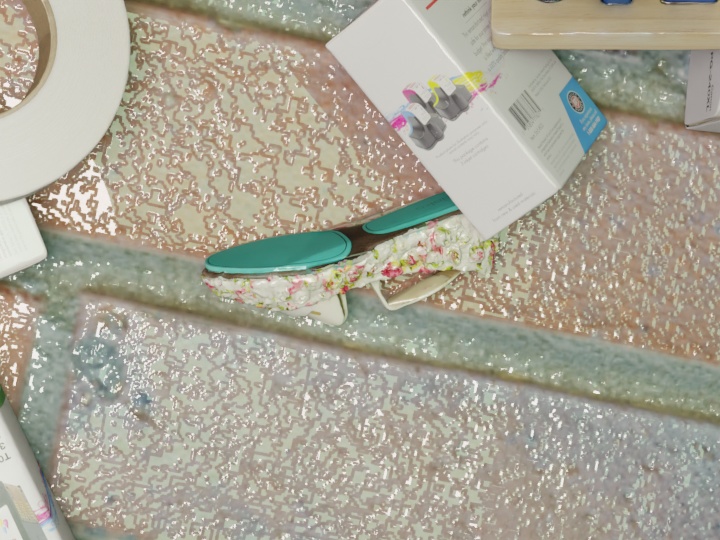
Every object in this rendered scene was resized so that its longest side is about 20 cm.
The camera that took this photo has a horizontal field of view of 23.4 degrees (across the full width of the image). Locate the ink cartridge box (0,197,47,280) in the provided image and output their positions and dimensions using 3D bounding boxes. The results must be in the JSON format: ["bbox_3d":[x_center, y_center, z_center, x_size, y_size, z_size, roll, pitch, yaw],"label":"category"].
[{"bbox_3d":[-0.305,-0.021,1.060,0.200,0.067,0.117,-23,94,-12],"label":"ink cartridge box"}]

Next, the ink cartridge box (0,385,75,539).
[{"bbox_3d":[-0.261,0.161,1.066,0.145,0.084,0.200,-25,96,-8],"label":"ink cartridge box"}]

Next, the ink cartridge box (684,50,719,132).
[{"bbox_3d":[0.325,-0.159,1.158,0.200,0.083,0.146,5,89,-8],"label":"ink cartridge box"}]

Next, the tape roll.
[{"bbox_3d":[-0.235,-0.137,1.025,0.202,0.037,0.203,2,84,-22],"label":"tape roll"}]

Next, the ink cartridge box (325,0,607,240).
[{"bbox_3d":[0.057,-0.133,1.093,0.068,0.115,0.200,-35,98,34],"label":"ink cartridge box"}]

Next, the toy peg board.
[{"bbox_3d":[0.179,-0.244,1.060,0.200,0.098,0.200,0,60,6],"label":"toy peg board"}]

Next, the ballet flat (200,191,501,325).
[{"bbox_3d":[0.000,0.000,1.116,0.200,0.076,0.064,-15,110,-6],"label":"ballet flat"}]
